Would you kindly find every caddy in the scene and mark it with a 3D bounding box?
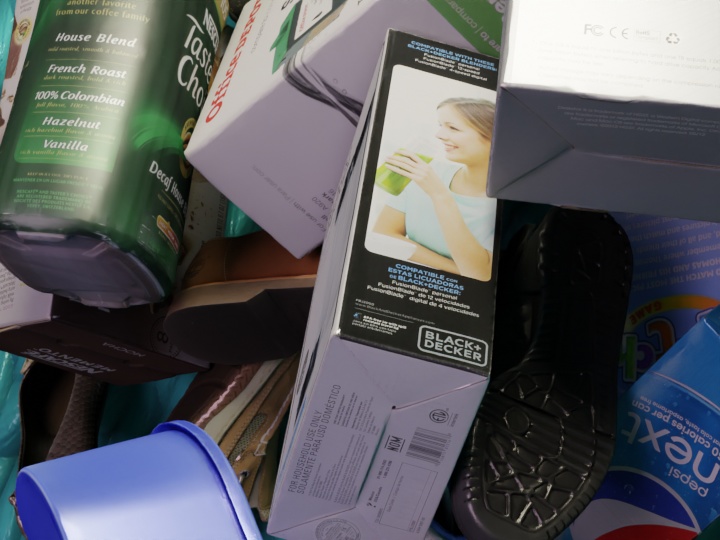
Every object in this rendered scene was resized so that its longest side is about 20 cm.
[{"bbox_3d":[-0.075,0.159,0.757,0.200,0.105,0.142,64,149,32],"label":"caddy"}]

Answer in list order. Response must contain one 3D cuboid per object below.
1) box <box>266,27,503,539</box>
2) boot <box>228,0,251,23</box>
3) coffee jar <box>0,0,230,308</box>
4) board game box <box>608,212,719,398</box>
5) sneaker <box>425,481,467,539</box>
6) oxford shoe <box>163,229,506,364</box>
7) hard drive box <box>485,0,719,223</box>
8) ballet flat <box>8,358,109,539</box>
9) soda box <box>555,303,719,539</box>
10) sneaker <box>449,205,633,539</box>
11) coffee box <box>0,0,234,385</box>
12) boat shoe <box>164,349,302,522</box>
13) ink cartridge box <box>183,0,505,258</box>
[{"bbox_3d":[0.015,0.007,0.754,0.200,0.060,0.117,-80,6,-48],"label":"box"},{"bbox_3d":[-0.029,-0.237,0.997,0.130,0.068,0.201,-22,78,31],"label":"boot"},{"bbox_3d":[-0.119,-0.090,0.899,0.085,0.104,0.201,4,71,13],"label":"coffee jar"},{"bbox_3d":[0.165,-0.035,0.817,0.151,0.037,0.201,-12,78,40],"label":"board game box"},{"bbox_3d":[-0.007,0.131,0.817,0.200,0.080,0.147,16,105,38],"label":"sneaker"},{"bbox_3d":[0.000,0.000,0.923,0.199,0.071,0.071,-1,51,18],"label":"oxford shoe"},{"bbox_3d":[0.135,-0.122,0.713,0.155,0.077,0.201,7,60,3],"label":"hard drive box"},{"bbox_3d":[-0.176,0.087,1.046,0.067,0.046,0.200,-50,27,23],"label":"ballet flat"},{"bbox_3d":[0.122,0.089,0.789,0.064,0.068,0.200,47,130,11],"label":"soda box"},{"bbox_3d":[0.067,0.048,0.774,0.104,0.060,0.200,124,168,-53],"label":"sneaker"},{"bbox_3d":[-0.136,-0.049,1.004,0.080,0.113,0.201,-10,66,42],"label":"coffee box"},{"bbox_3d":[-0.073,0.107,0.997,0.200,0.076,0.072,-53,13,6],"label":"boat shoe"},{"bbox_3d":[0.020,-0.118,0.877,0.200,0.084,0.146,-35,24,32],"label":"ink cartridge box"}]
